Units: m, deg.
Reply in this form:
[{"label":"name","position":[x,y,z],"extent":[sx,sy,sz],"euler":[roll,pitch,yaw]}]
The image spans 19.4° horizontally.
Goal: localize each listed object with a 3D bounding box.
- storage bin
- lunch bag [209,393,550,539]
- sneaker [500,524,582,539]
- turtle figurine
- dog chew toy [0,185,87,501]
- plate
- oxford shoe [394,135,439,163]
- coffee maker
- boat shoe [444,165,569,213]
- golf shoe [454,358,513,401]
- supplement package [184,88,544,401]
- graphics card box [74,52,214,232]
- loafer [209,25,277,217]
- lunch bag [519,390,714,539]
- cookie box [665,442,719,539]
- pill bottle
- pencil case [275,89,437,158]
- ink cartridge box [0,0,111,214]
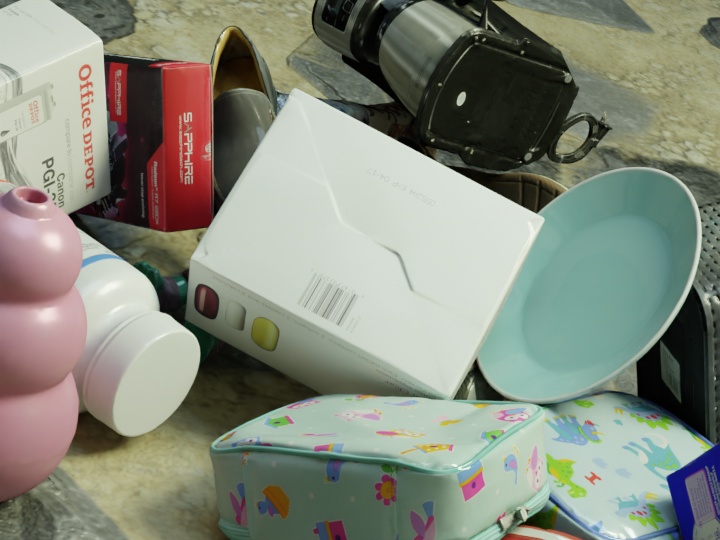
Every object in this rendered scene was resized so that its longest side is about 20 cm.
[{"label":"storage bin","position":[0.271,0.061,1.562],"extent":[0.093,0.201,0.135],"euler":[-14,33,-11]},{"label":"lunch bag","position":[0.019,0.130,1.343],"extent":[0.199,0.077,0.160],"euler":[3,12,31]},{"label":"sneaker","position":[0.134,0.232,1.289],"extent":[0.199,0.079,0.116],"euler":[23,24,13]},{"label":"turtle figurine","position":[-0.065,0.001,1.597],"extent":[0.200,0.101,0.150],"euler":[-24,31,-35]},{"label":"dog chew toy","position":[-0.223,0.042,1.281],"extent":[0.124,0.201,0.125],"euler":[15,26,-7]},{"label":"plate","position":[0.167,0.014,1.513],"extent":[0.026,0.200,0.200],"euler":[41,11,-33]},{"label":"oxford shoe","position":[0.036,-0.066,1.700],"extent":[0.072,0.085,0.200],"euler":[6,3,-14]},{"label":"coffee maker","position":[0.076,-0.173,1.768],"extent":[0.192,0.135,0.200],"euler":[43,3,-43]},{"label":"boat shoe","position":[0.136,-0.043,1.752],"extent":[0.076,0.072,0.200],"euler":[26,-1,-42]},{"label":"golf shoe","position":[0.125,0.081,1.608],"extent":[0.088,0.077,0.200],"euler":[35,38,17]},{"label":"supplement package","position":[0.000,0.000,1.475],"extent":[0.200,0.111,0.156],"euler":[28,67,6]},{"label":"graphics card box","position":[-0.190,-0.104,1.617],"extent":[0.051,0.126,0.200],"euler":[-10,15,-40]},{"label":"loafer","position":[-0.096,-0.109,1.621],"extent":[0.073,0.072,0.200],"euler":[-12,40,-1]},{"label":"lunch bag","position":[0.172,0.161,1.451],"extent":[0.200,0.083,0.161],"euler":[-8,35,-44]},{"label":"cookie box","position":[0.318,0.199,1.391],"extent":[0.199,0.075,0.172],"euler":[2,65,-32]},{"label":"pill bottle","position":[-0.208,0.028,1.427],"extent":[0.200,0.113,0.112],"euler":[34,29,28]},{"label":"pencil case","position":[-0.029,-0.114,1.787],"extent":[0.199,0.090,0.078],"euler":[2,9,-32]},{"label":"ink cartridge box","position":[-0.281,-0.091,1.510],"extent":[0.200,0.147,0.083],"euler":[-30,49,-32]}]
